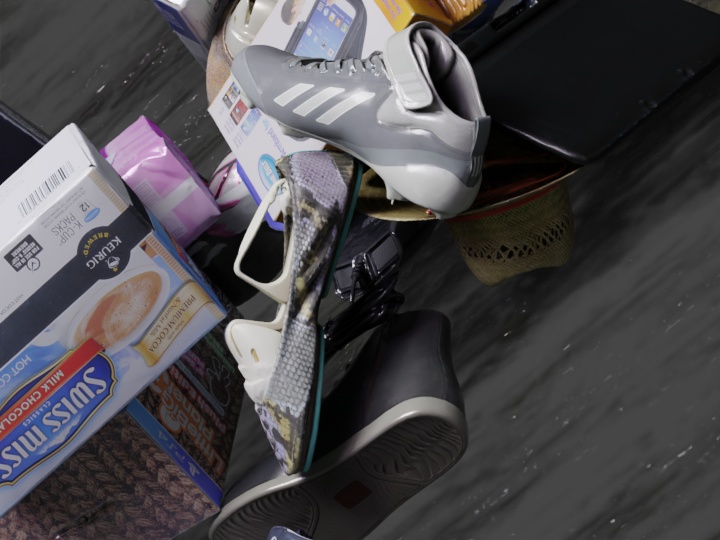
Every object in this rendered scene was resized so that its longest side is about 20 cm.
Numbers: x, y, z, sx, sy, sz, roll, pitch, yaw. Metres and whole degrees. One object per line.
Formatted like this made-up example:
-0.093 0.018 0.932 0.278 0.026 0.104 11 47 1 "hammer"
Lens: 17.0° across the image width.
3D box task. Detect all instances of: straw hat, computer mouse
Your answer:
0.093 -0.037 1.514 0.199 0.086 0.201 -19 19 7 "straw hat"
0.000 0.000 1.603 0.140 0.046 0.201 -37 25 34 "computer mouse"

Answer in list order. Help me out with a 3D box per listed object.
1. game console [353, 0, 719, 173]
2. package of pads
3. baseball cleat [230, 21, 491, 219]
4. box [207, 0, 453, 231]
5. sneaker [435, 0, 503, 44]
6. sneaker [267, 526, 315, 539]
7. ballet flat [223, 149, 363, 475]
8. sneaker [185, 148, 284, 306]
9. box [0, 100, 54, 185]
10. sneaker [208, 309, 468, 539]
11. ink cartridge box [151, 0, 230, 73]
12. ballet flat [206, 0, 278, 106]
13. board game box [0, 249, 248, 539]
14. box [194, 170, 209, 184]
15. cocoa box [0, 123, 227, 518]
0.116 -0.108 1.526 0.200 0.117 0.176 -37 -5 -41 "game console"
-0.193 -0.010 1.626 0.200 0.076 0.121 -41 19 -2 "package of pads"
0.005 -0.112 1.440 0.199 0.069 0.107 32 120 31 "baseball cleat"
-0.029 -0.124 1.593 0.200 0.041 0.119 -53 47 24 "box"
0.055 -0.174 1.613 0.200 0.088 0.076 -41 66 35 "sneaker"
-0.075 0.225 1.508 0.199 0.070 0.109 -12 60 29 "sneaker"
-0.048 0.022 1.480 0.072 0.072 0.202 7 85 45 "ballet flat"
-0.077 -0.051 1.716 0.200 0.080 0.086 -40 30 4 "sneaker"
-0.299 -0.026 1.765 0.197 0.117 0.200 -54 23 0 "box"
-0.012 0.111 1.542 0.199 0.075 0.107 -31 33 24 "sneaker"
-0.071 -0.248 1.751 0.043 0.196 0.201 27 82 15 "ink cartridge box"
-0.057 -0.197 1.684 0.067 0.068 0.201 88 -156 -84 "ballet flat"
-0.169 0.102 1.617 0.159 0.097 0.201 -31 25 24 "board game box"
-0.211 -0.006 1.823 0.199 0.040 0.138 -5 60 42 "box"
-0.204 0.032 1.499 0.200 0.131 0.133 -42 20 -1 "cocoa box"
